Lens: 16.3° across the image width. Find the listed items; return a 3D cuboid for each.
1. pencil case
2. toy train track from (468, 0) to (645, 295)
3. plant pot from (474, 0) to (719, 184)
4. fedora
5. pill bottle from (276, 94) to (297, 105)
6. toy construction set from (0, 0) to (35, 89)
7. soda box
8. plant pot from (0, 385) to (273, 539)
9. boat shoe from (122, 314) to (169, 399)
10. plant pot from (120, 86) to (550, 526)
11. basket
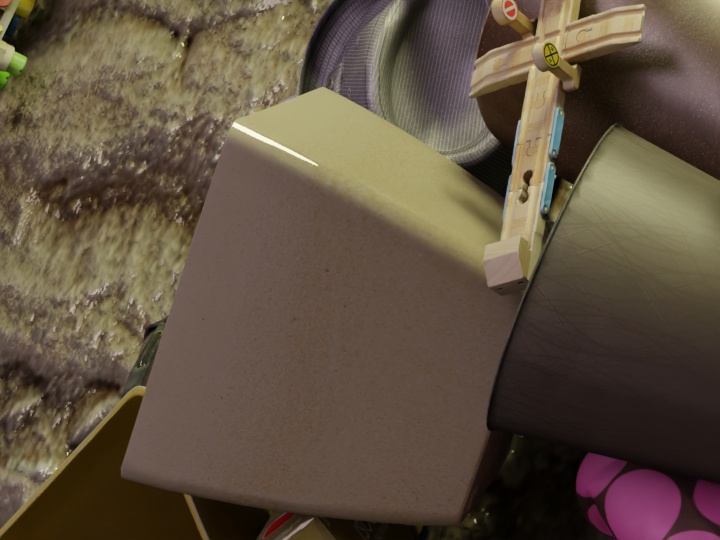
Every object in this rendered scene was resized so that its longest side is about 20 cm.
[{"bbox_3d":[0.192,0.161,1.284,0.090,0.094,0.200,-21,41,-12],"label":"pencil case"},{"bbox_3d":[0.085,-0.083,1.292,0.114,0.032,0.201,-16,53,41],"label":"toy train track"},{"bbox_3d":[0.196,-0.093,1.383,0.200,0.187,0.187,42,99,37],"label":"plant pot"},{"bbox_3d":[0.051,-0.120,1.529,0.090,0.176,0.201,101,-173,-68],"label":"fedora"},{"bbox_3d":[-0.022,-0.002,1.586,0.111,0.111,0.201,-10,60,43],"label":"pill bottle"},{"bbox_3d":[-0.278,-0.220,2.003,0.200,0.092,0.131,-50,15,0],"label":"toy construction set"},{"bbox_3d":[-0.013,0.154,1.427,0.064,0.068,0.200,-40,3,13],"label":"soda box"},{"bbox_3d":[-0.102,0.226,1.481,0.200,0.176,0.200,-47,41,16],"label":"plant pot"},{"bbox_3d":[-0.110,0.053,1.604,0.066,0.072,0.201,-7,12,6],"label":"boat shoe"},{"bbox_3d":[0.006,0.033,1.368,0.176,0.200,0.201,22,104,9],"label":"plant pot"},{"bbox_3d":[0.188,0.039,1.264,0.199,0.136,0.181,22,60,13],"label":"basket"}]
